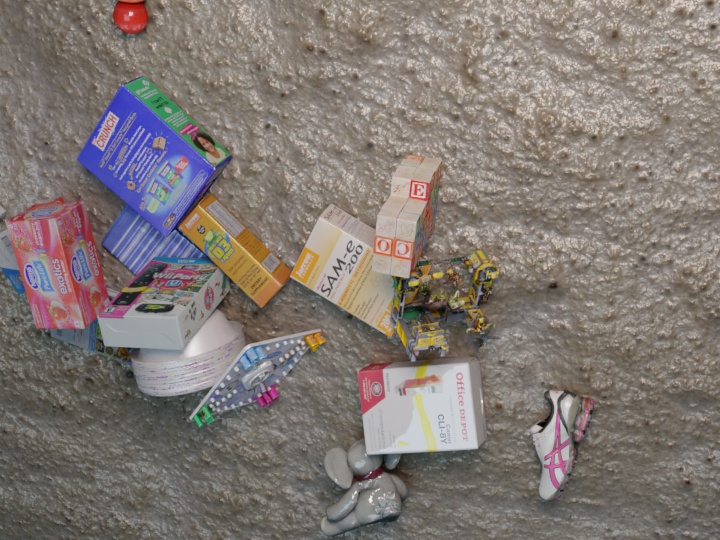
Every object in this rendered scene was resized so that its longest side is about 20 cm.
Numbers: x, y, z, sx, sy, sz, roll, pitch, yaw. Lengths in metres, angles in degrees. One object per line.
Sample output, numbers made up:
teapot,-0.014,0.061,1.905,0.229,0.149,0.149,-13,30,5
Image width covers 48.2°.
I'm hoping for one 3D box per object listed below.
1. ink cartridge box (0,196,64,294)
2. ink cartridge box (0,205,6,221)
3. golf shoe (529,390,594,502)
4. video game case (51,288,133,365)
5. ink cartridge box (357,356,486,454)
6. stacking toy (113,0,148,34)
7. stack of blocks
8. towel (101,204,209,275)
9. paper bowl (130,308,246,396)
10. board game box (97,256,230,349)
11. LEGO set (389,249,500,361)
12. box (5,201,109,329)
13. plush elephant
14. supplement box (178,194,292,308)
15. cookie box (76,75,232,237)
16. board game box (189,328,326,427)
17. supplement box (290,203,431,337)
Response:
ink cartridge box,-0.573,-0.052,1.472,0.198,0.067,0.117,-23,107,23
ink cartridge box,-0.764,-0.132,1.439,0.050,0.163,0.200,-36,101,33
golf shoe,0.330,0.295,1.369,0.091,0.073,0.203,17,107,15
video game case,-0.500,0.096,1.546,0.197,0.018,0.145,18,116,8
ink cartridge box,0.106,0.229,1.370,0.197,0.083,0.148,-7,89,18
stacking toy,-0.351,-0.463,1.227,0.084,0.086,0.202,12,122,10
stack of blocks,0.072,-0.086,1.198,0.058,0.200,0.117,10,117,11
towel,-0.363,-0.028,1.448,0.200,0.024,0.145,43,118,-5
paper bowl,-0.299,0.131,1.398,0.198,0.201,0.106,-5,104,18
board game box,-0.324,0.051,1.352,0.145,0.201,0.065,2,118,15
LEGO set,0.137,0.060,1.239,0.197,0.116,0.155,0,127,-23
box,-0.518,-0.008,1.386,0.101,0.095,0.203,-1,113,14
plush elephant,0.008,0.378,1.461,0.162,0.157,0.200,-7,158,-22
supplement box,-0.213,-0.033,1.379,0.200,0.069,0.067,45,115,-4
cookie box,-0.344,-0.189,1.341,0.200,0.075,0.171,42,118,-5
board game box,-0.174,0.187,1.395,0.026,0.199,0.200,51,119,20
supplement box,0.000,0.000,1.328,0.198,0.074,0.127,30,117,2
